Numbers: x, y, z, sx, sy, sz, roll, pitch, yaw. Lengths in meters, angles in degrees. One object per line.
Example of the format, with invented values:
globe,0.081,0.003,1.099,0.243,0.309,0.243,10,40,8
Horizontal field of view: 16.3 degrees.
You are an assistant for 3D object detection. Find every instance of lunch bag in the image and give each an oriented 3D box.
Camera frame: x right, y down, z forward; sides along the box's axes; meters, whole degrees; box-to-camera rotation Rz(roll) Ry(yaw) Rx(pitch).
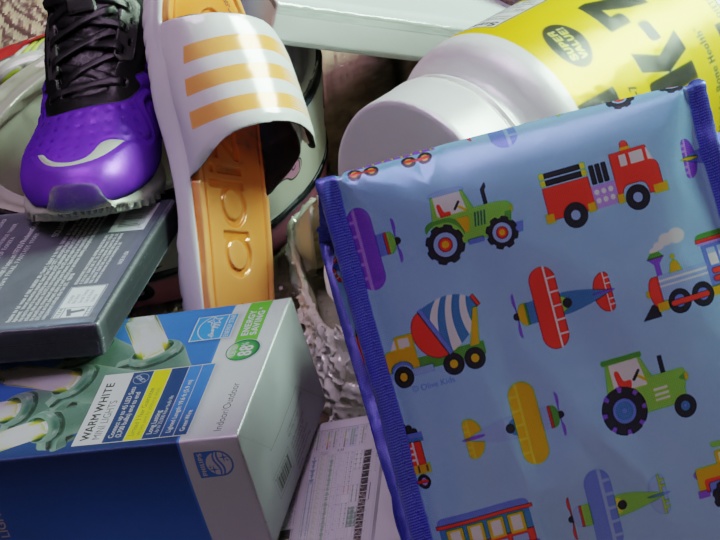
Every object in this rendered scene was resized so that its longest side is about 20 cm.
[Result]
lunch bag,0.080,0.050,0.942,0.150,0.200,0.094,-15,-13,-4

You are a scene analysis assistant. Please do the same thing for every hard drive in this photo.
hard drive,0.003,-0.136,1.314,0.200,0.026,0.132,4,17,-36

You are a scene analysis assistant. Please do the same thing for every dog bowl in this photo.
dog bowl,-0.106,-0.057,1.308,0.200,0.074,0.200,-14,32,9

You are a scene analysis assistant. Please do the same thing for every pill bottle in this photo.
pill bottle,0.090,-0.068,1.157,0.114,0.115,0.200,15,34,41

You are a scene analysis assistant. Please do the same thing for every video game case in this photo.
video game case,-0.193,0.009,1.134,0.199,0.019,0.143,-6,22,13

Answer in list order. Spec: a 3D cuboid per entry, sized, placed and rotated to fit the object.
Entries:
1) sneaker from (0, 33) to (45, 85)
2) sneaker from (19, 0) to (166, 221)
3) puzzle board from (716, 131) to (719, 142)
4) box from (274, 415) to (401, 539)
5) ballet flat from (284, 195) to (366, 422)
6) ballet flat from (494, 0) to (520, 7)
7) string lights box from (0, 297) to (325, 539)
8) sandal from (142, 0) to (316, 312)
sneaker,-0.162,-0.116,1.425,0.200,0.077,0.085,-17,25,0
sneaker,-0.128,-0.099,1.205,0.069,0.100,0.200,-6,28,9
puzzle board,0.115,0.026,0.997,0.200,0.017,0.151,-18,66,-2
box,-0.030,0.121,1.042,0.200,0.036,0.144,-11,33,14
ballet flat,0.000,0.000,1.178,0.072,0.072,0.200,-17,32,1
ballet flat,0.129,-0.160,1.349,0.068,0.067,0.200,-26,33,-25
string lights box,-0.125,0.073,1.071,0.200,0.059,0.103,-7,31,17
sandal,-0.049,-0.053,1.172,0.059,0.207,0.079,-11,-5,32
